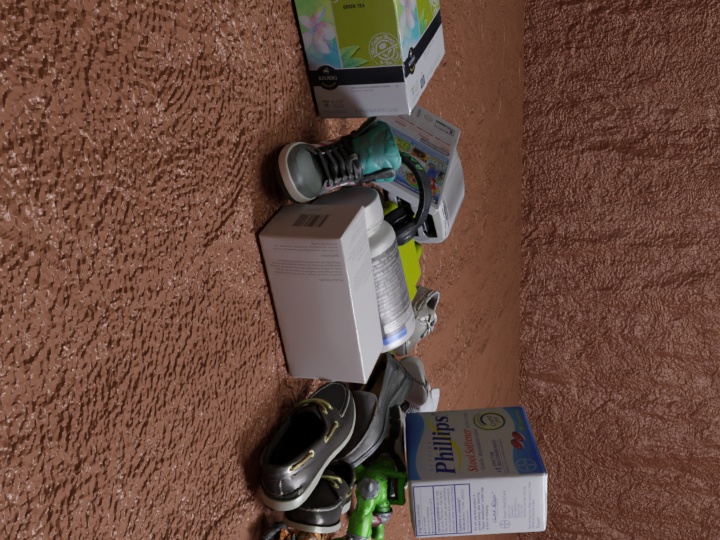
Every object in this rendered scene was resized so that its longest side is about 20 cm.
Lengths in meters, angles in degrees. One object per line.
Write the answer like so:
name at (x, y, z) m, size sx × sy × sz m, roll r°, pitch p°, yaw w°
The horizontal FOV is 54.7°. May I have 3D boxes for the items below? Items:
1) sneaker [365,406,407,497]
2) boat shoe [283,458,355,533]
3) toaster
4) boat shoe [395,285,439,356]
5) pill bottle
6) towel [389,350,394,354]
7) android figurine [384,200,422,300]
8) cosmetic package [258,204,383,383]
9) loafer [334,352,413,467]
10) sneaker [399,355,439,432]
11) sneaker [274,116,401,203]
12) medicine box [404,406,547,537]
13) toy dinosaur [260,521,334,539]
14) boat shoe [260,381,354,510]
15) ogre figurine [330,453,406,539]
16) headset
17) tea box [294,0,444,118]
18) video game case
sneaker at (0.049, 0.294, 1.169) m, size 0.089 × 0.076 × 0.202 m, roll -42°, pitch 134°, yaw -73°
boat shoe at (-0.048, 0.281, 0.880) m, size 0.201 × 0.071 × 0.061 m, roll 42°, pitch 60°, yaw -80°
toaster at (0.116, -0.139, 1.234) m, size 0.201 × 0.113 × 0.130 m, roll 71°, pitch 34°, yaw -45°
boat shoe at (0.107, 0.091, 1.279) m, size 0.200 × 0.065 × 0.073 m, roll -58°, pitch 148°, yaw -63°
pill bottle at (0.000, 0.000, 0.921) m, size 0.114 × 0.113 × 0.202 m, roll -56°, pitch 138°, yaw -54°
towel at (0.018, 0.091, 1.123) m, size 0.200 × 0.023 × 0.145 m, roll -20°, pitch 112°, yaw -67°
android figurine at (0.056, -0.015, 1.128) m, size 0.200 × 0.041 × 0.183 m, roll -59°, pitch 141°, yaw -52°
cosmetic package at (-0.042, 0.029, 0.832) m, size 0.085 × 0.107 × 0.202 m, roll -59°, pitch 147°, yaw -53°
loafer at (0.007, 0.208, 1.050) m, size 0.073 × 0.072 × 0.200 m, roll 57°, pitch 44°, yaw -24°
sneaker at (0.099, 0.226, 1.289) m, size 0.115 × 0.074 × 0.202 m, roll -53°, pitch 146°, yaw -57°
sneaker at (-0.015, -0.133, 0.843) m, size 0.084 × 0.120 × 0.200 m, roll 70°, pitch 23°, yaw -7°
medicine box at (0.172, 0.307, 1.080) m, size 0.182 × 0.198 × 0.104 m, roll -85°, pitch 171°, yaw -69°
toy dinosaur at (-0.070, 0.357, 0.829) m, size 0.199 × 0.102 × 0.137 m, roll -17°, pitch 92°, yaw -46°
boat shoe at (-0.058, 0.194, 0.843) m, size 0.201 × 0.071 × 0.061 m, roll -55°, pitch 147°, yaw -54°
ogre figurine at (0.017, 0.351, 1.049) m, size 0.199 × 0.097 × 0.121 m, roll 5°, pitch 100°, yaw -58°
headset at (0.022, -0.072, 0.994) m, size 0.094 × 0.123 × 0.201 m, roll -23°, pitch 139°, yaw -55°
tea box at (0.018, -0.334, 0.910) m, size 0.201 × 0.132 × 0.198 m, roll -64°, pitch 149°, yaw -46°
video game case at (0.080, -0.194, 1.115) m, size 0.018 × 0.142 × 0.201 m, roll -51°, pitch -165°, yaw 50°
